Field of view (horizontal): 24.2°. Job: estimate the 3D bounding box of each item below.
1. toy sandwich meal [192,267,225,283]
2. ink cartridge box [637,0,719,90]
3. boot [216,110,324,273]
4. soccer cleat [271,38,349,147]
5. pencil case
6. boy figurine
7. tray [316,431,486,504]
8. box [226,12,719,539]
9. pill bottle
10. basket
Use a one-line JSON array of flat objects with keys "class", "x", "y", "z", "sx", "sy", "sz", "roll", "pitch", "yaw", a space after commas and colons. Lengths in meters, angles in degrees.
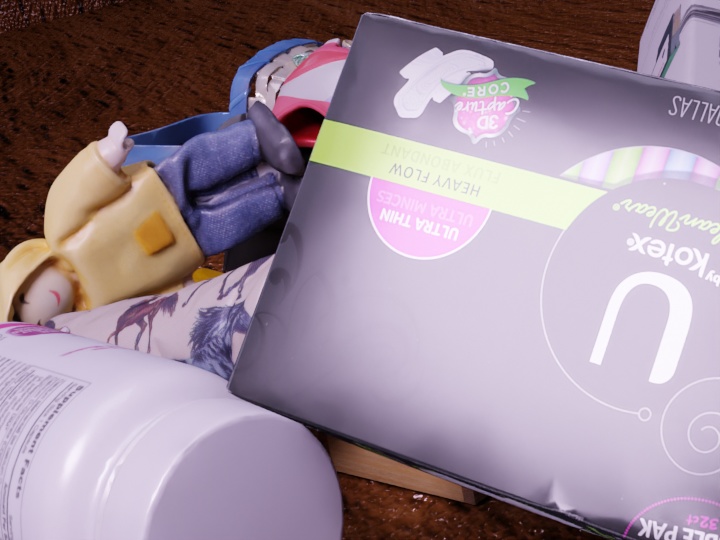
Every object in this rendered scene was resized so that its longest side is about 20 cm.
[{"class": "toy sandwich meal", "x": 0.000, "y": 0.000, "z": 0.923, "sx": 0.204, "sy": 0.071, "sz": 0.205, "roll": -14, "pitch": 6, "yaw": 2}, {"class": "ink cartridge box", "x": 0.200, "y": -0.067, "z": 0.752, "sx": 0.145, "sy": 0.085, "sz": 0.200, "roll": 18, "pitch": 35, "yaw": 0}, {"class": "boot", "x": 0.006, "y": -0.034, "z": 1.055, "sx": 0.199, "sy": 0.139, "sz": 0.078, "roll": 10, "pitch": 58, "yaw": 1}, {"class": "soccer cleat", "x": 0.033, "y": -0.080, "z": 0.934, "sx": 0.199, "sy": 0.067, "sz": 0.077, "roll": 16, "pitch": 61, "yaw": 38}, {"class": "pencil case", "x": -0.079, "y": 0.043, "z": 0.816, "sx": 0.199, "sy": 0.078, "sz": 0.089, "roll": -15, "pitch": 1, "yaw": 41}, {"class": "boy figurine", "x": -0.125, "y": -0.022, "z": 0.921, "sx": 0.199, "sy": 0.125, "sz": 0.064, "roll": -28, "pitch": 36, "yaw": -13}, {"class": "tray", "x": 0.082, "y": 0.048, "z": 0.828, "sx": 0.200, "sy": 0.037, "sz": 0.098, "roll": -28, "pitch": 23, "yaw": -39}, {"class": "box", "x": 0.083, "y": 0.014, "z": 0.593, "sx": 0.199, "sy": 0.149, "sz": 0.124, "roll": 17, "pitch": -6, "yaw": 26}, {"class": "pill bottle", "x": -0.104, "y": 0.089, "z": 0.695, "sx": 0.113, "sy": 0.114, "sz": 0.199, "roll": -25, "pitch": 22, "yaw": -35}, {"class": "basket", "x": -0.053, "y": -0.091, "z": 1.176, "sx": 0.199, "sy": 0.140, "sz": 0.176, "roll": -1, "pitch": 14, "yaw": 20}]
